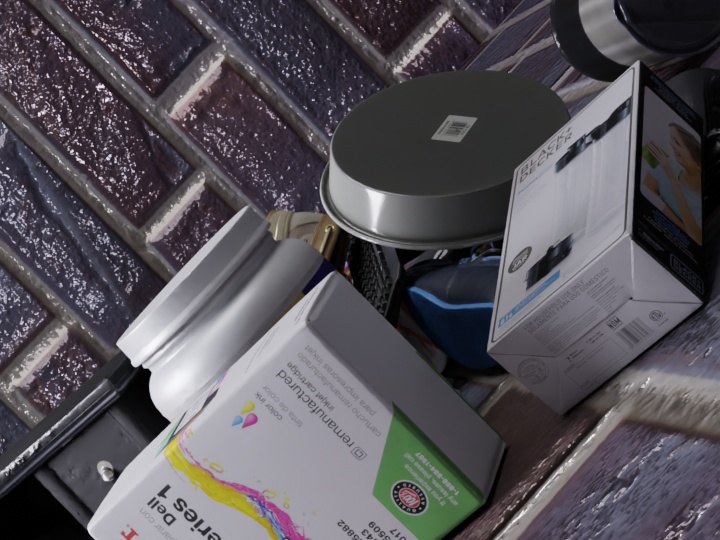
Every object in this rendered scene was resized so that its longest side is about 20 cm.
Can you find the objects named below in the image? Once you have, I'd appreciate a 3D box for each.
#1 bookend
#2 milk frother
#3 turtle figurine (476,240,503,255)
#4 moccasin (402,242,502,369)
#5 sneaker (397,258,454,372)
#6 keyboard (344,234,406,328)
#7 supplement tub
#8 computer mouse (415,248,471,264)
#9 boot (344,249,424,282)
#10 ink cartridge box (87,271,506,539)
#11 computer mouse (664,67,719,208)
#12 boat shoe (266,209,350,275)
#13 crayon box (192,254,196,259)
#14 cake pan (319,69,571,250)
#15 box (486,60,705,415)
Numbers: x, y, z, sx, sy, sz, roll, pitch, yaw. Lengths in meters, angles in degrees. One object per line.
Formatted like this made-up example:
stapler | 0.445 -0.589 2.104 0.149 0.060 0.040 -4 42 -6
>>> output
bookend | -0.149 0.177 1.258 0.198 0.200 0.092 -38 9 28
milk frother | 0.238 -0.283 1.584 0.180 0.200 0.188 -42 6 -8
turtle figurine | 0.155 -0.071 1.397 0.162 0.064 0.200 -49 7 -26
moccasin | 0.094 0.024 1.230 0.068 0.081 0.200 -42 19 -15
sneaker | 0.054 0.025 1.419 0.077 0.079 0.200 -38 6 -4
keyboard | 0.000 0.000 1.365 0.201 0.020 0.128 -106 22 -57
supplement tub | -0.043 0.072 1.176 0.145 0.200 0.145 -44 7 7
computer mouse | 0.092 -0.032 1.637 0.200 0.046 0.140 -48 8 -16
boot | 0.064 -0.035 1.507 0.200 0.068 0.188 -49 -7 28
ink cartridge box | -0.038 0.125 1.065 0.200 0.145 0.084 -43 7 24
computer mouse | 0.206 -0.086 1.208 0.138 0.053 0.200 -43 7 31
boat shoe | -0.034 0.043 1.309 0.074 0.068 0.202 72 -165 -61
crayon box | -0.075 0.068 1.431 0.058 0.120 0.200 -7 -17 10
cake pan | 0.066 -0.085 1.311 0.198 0.037 0.201 -7 34 5
box | 0.139 -0.023 1.067 0.117 0.060 0.201 -42 18 31
